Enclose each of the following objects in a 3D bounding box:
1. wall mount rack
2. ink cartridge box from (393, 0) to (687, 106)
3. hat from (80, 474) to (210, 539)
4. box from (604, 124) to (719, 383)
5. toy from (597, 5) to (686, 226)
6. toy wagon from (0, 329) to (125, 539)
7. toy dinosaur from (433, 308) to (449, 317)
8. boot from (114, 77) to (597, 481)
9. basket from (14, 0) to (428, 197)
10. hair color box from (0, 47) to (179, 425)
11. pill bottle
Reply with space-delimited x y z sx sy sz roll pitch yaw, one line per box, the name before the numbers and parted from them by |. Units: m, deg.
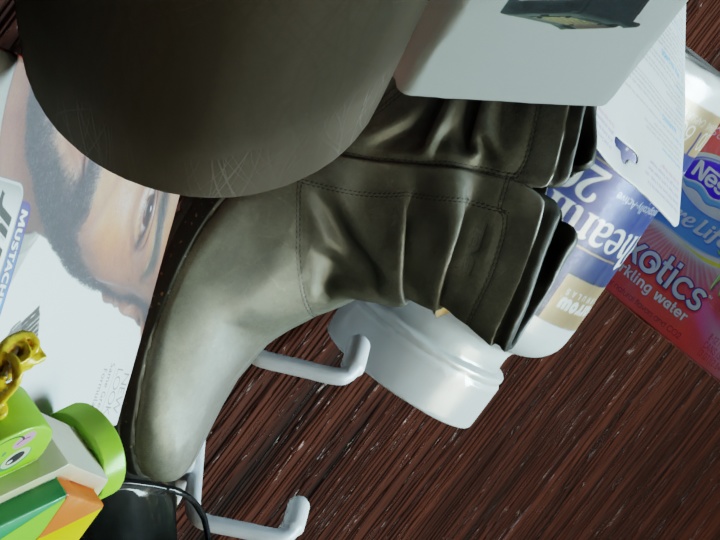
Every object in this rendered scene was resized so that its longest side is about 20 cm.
wall mount rack | -0.033 0.012 1.274 0.201 0.074 0.175 110 -12 -48
ink cartridge box | 0.071 -0.165 0.966 0.082 0.147 0.200 2 154 -19
hat | -0.124 0.094 1.164 0.200 0.199 0.082 16 68 -71
box | 0.159 -0.027 1.439 0.103 0.200 0.095 -54 161 8
toy | 0.095 -0.130 1.192 0.115 0.047 0.201 37 55 -55
toy wagon | -0.141 0.090 0.927 0.155 0.040 0.200 -25 162 -40
toy dinosaur | -0.018 -0.062 1.141 0.060 0.200 0.106 -42 -150 15
boot | 0.000 0.000 1.051 0.068 0.130 0.201 26 88 -80
basket | -0.037 -0.122 0.816 0.136 0.180 0.200 -45 163 -29
hair color box | -0.127 -0.015 0.941 0.200 0.064 0.112 16 89 -72
pill bottle | 0.073 -0.032 1.361 0.201 0.111 0.111 -56 162 10
